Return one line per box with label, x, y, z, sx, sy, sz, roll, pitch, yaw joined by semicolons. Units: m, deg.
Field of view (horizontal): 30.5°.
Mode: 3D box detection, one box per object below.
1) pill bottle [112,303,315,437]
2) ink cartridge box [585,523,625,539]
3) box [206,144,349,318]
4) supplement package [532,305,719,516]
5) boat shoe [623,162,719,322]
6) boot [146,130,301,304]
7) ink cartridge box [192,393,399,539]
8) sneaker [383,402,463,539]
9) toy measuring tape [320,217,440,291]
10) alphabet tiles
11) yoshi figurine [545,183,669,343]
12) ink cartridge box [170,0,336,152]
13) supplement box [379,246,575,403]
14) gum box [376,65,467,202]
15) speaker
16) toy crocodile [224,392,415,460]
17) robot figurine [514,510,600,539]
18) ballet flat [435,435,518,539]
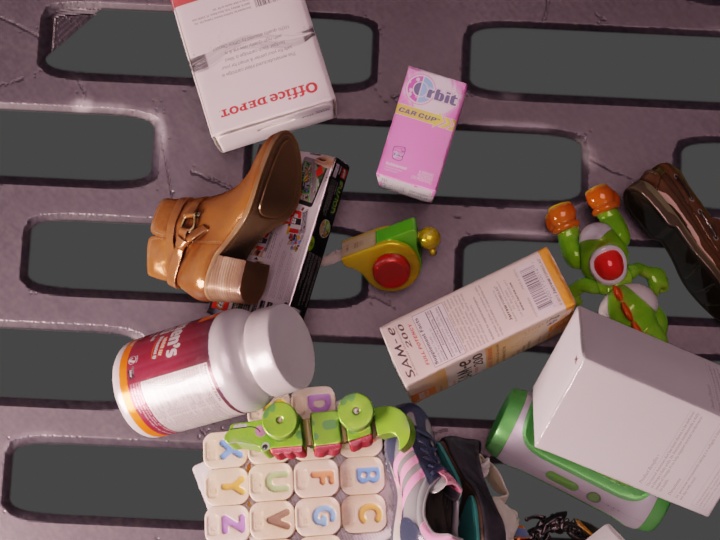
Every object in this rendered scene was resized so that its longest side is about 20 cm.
pill bottle;-0.154;0.104;1.393;0.199;0.109;0.111;-18;81;26
ink cartridge box;0.256;0.384;1.356;0.144;0.084;0.201;-36;122;-5
box;-0.091;-0.035;1.463;0.109;0.035;0.202;12;81;32
supplement package;0.291;0.144;1.361;0.199;0.118;0.118;23;117;-5
boat shoe;0.381;-0.032;1.471;0.068;0.072;0.201;-36;92;-19
boot;-0.152;-0.065;1.453;0.154;0.076;0.202;13;89;36
ink cartridge box;-0.060;0.248;1.426;0.199;0.050;0.163;-24;71;-3
sneaker;0.075;0.218;1.380;0.070;0.082;0.201;22;46;-33
toy measuring tape;0.000;0.000;1.476;0.198;0.074;0.074;-20;82;14
alphabet tiles;-0.071;0.224;1.402;0.194;0.015;0.202;-4;70;1
yoshi figurine;0.283;0.014;1.467;0.111;0.112;0.201;-6;65;-36
ink cartridge box;-0.123;-0.252;1.493;0.145;0.083;0.202;-17;82;-2
supplement box;0.126;0.063;1.421;0.199;0.126;0.074;-26;75;0
gum box;0.065;-0.141;1.425;0.066;0.200;0.115;17;90;1
speaker;0.239;0.205;1.431;0.199;0.088;0.089;27;83;3
toy crocodile;-0.042;0.169;1.376;0.198;0.068;0.062;-7;71;0
robot figurine;0.179;0.335;1.420;0.198;0.058;0.147;-1;82;-5
ballet flat;0.129;0.249;1.390;0.072;0.201;0.074;-6;126;-9
